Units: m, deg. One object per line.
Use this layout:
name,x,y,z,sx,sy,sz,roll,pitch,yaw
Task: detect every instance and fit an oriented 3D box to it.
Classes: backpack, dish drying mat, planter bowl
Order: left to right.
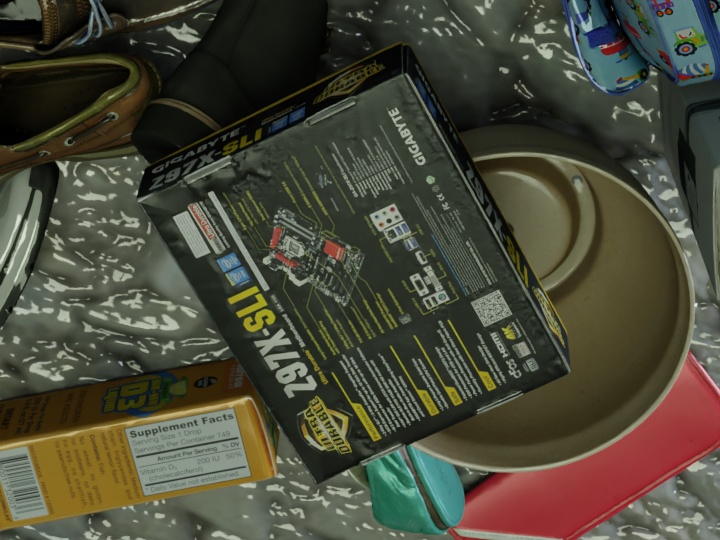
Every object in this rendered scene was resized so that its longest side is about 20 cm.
planter bowl,0.087,-0.002,1.150,0.200,0.135,0.201,1,116,1
dish drying mat,0.151,0.131,1.284,0.200,0.018,0.077,-35,111,16
backpack,0.163,-0.176,1.027,0.134,0.200,0.183,-18,117,8

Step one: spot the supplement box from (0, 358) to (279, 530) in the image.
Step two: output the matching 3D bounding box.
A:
supplement box,-0.154,0.109,1.241,0.200,0.067,0.069,-9,114,3

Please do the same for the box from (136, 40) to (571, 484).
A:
box,0.000,0.000,1.050,0.159,0.049,0.200,-25,114,15

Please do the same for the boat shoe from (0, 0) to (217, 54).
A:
boat shoe,-0.164,-0.153,1.103,0.200,0.072,0.072,-10,116,4

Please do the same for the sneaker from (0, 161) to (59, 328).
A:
sneaker,-0.265,-0.001,1.177,0.115,0.076,0.201,27,116,-16

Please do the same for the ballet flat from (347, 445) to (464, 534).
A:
ballet flat,0.005,0.084,1.234,0.070,0.067,0.200,-7,116,24

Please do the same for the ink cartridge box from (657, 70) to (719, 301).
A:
ink cartridge box,0.249,-0.068,1.083,0.146,0.200,0.083,-8,117,3

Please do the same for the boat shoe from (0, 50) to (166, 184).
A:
boat shoe,-0.208,-0.087,1.113,0.200,0.068,0.072,-16,74,7

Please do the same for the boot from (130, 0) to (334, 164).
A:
boot,-0.037,-0.083,1.145,0.077,0.139,0.200,18,162,29
